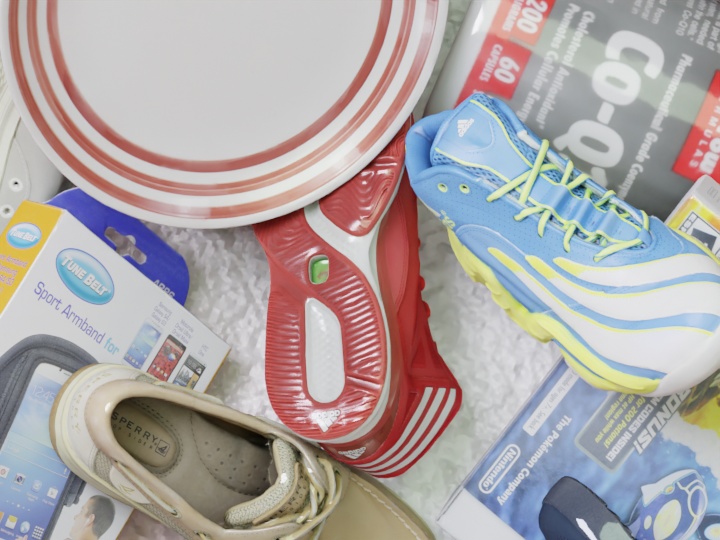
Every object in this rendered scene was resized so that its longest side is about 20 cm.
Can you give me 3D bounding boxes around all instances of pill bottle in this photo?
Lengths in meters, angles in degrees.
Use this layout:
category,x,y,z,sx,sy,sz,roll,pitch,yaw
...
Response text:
category,x,y,z,sx,sy,sz,roll,pitch,yaw
pill bottle,0.138,-0.073,1.377,0.199,0.114,0.114,24,77,2

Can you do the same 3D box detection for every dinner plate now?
category,x,y,z,sx,sy,sz,roll,pitch,yaw
dinner plate,-0.058,-0.114,1.274,0.199,0.024,0.201,-7,113,-16

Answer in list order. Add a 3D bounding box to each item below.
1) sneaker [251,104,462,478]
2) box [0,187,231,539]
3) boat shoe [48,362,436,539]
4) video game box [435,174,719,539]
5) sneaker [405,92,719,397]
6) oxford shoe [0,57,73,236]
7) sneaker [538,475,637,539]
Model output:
category,x,y,z,sx,sy,sz,roll,pitch,yaw
sneaker,0.000,0.000,1.364,0.078,0.116,0.201,-2,66,19
box,-0.141,0.065,1.331,0.119,0.041,0.201,40,76,-37
boat shoe,-0.042,0.101,1.322,0.199,0.065,0.072,31,78,-23
video game box,0.161,0.092,1.331,0.182,0.047,0.200,37,109,3
sneaker,0.078,-0.015,1.263,0.076,0.200,0.105,-52,124,-7
oxford shoe,-0.141,-0.079,1.345,0.057,0.075,0.201,10,118,-17
sneaker,0.116,0.189,1.294,0.082,0.070,0.201,-30,93,-8
